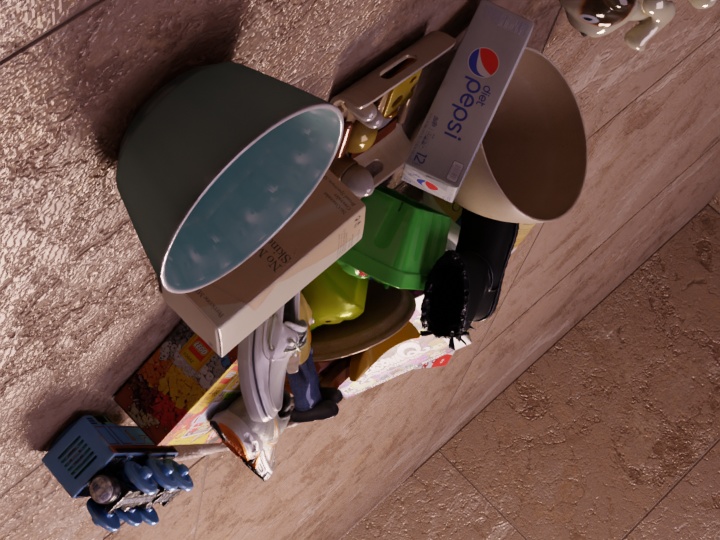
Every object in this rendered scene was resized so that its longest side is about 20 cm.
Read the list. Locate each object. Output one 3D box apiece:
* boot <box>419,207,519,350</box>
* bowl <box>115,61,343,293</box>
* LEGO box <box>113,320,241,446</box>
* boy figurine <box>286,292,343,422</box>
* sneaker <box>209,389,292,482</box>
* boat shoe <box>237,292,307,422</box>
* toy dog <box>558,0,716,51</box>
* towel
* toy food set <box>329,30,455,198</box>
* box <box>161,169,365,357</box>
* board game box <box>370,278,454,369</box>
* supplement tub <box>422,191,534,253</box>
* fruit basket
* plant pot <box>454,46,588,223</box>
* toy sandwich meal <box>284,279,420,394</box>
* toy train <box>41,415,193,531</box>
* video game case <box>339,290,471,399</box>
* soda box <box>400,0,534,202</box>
[{"bbox_3d":[0.127,-0.013,1.726,0.162,0.073,0.199,-17,118,-67],"label":"boot"},{"bbox_3d":[-0.119,-0.090,1.174,0.201,0.105,0.201,-42,165,-13],"label":"bowl"},{"bbox_3d":[-0.170,0.120,1.655,0.149,0.077,0.200,-47,166,6],"label":"LEGO box"},{"bbox_3d":[-0.071,0.064,1.630,0.064,0.201,0.124,-8,-163,11],"label":"boy figurine"},{"bbox_3d":[-0.112,0.182,1.693,0.092,0.076,0.200,-47,168,-12],"label":"sneaker"},{"bbox_3d":[-0.089,0.063,1.531,0.074,0.066,0.201,-40,129,-71],"label":"boat shoe"},{"bbox_3d":[0.303,-0.337,1.633,0.200,0.139,0.194,-37,150,-32],"label":"toy dog"},{"bbox_3d":[-0.151,0.208,1.922,0.132,0.035,0.200,-18,-179,32],"label":"towel"},{"bbox_3d":[0.026,-0.148,1.511,0.143,0.060,0.200,-38,164,-28],"label":"toy food set"},{"bbox_3d":[-0.097,-0.018,1.457,0.200,0.095,0.078,-42,164,-20],"label":"box"},{"bbox_3d":[0.054,0.069,2.013,0.195,0.056,0.200,-5,147,-22],"label":"board game box"},{"bbox_3d":[0.170,-0.106,1.861,0.200,0.144,0.144,-54,164,26],"label":"supplement tub"},{"bbox_3d":[0.000,0.000,1.708,0.216,0.155,0.216,-54,160,-29],"label":"fruit basket"},{"bbox_3d":[0.150,-0.145,1.677,0.134,0.201,0.200,-11,-165,44],"label":"plant pot"},{"bbox_3d":[-0.020,0.083,1.803,0.205,0.205,0.071,-35,119,-36],"label":"toy sandwich meal"},{"bbox_3d":[-0.260,0.218,1.596,0.087,0.114,0.200,-44,165,7],"label":"toy train"},{"bbox_3d":[0.030,0.091,1.944,0.199,0.036,0.181,-25,148,11],"label":"video game case"},{"bbox_3d":[0.112,-0.177,1.527,0.068,0.063,0.201,99,16,-78],"label":"soda box"}]
